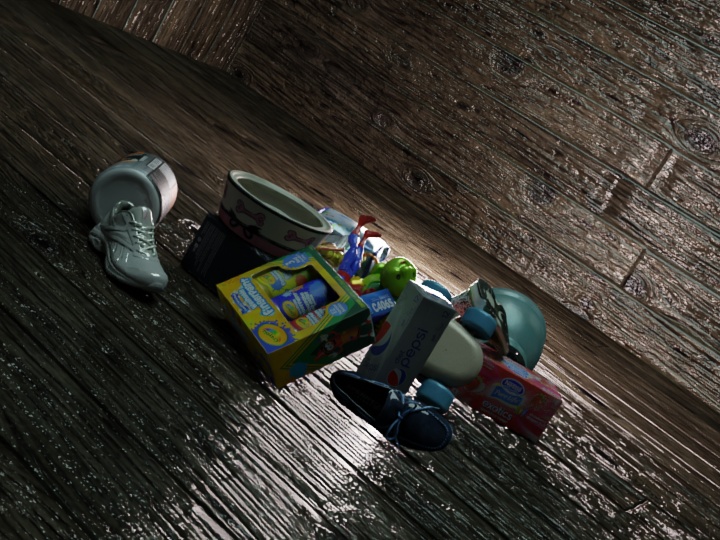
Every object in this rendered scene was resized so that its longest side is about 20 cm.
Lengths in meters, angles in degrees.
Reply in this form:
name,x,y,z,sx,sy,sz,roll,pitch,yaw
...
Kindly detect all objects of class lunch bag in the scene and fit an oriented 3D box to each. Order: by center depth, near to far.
name,x,y,z,sx,sy,sz,roll,pitch,yaw
lunch bag,-0.032,-0.055,2.206,0.169,0.128,0.200,32,22,5

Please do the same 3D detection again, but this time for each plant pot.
name,x,y,z,sx,sy,sz,roll,pitch,yaw
plant pot,0.269,0.153,1.993,0.199,0.201,0.134,29,29,-7

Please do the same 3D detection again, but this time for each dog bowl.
name,x,y,z,sx,sy,sz,roll,pitch,yaw
dog bowl,-0.149,-0.087,1.687,0.199,0.074,0.200,30,13,-7

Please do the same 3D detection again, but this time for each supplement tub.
name,x,y,z,sx,sy,sz,roll,pitch,yaw
supplement tub,-0.376,-0.130,1.689,0.122,0.123,0.200,29,12,-8

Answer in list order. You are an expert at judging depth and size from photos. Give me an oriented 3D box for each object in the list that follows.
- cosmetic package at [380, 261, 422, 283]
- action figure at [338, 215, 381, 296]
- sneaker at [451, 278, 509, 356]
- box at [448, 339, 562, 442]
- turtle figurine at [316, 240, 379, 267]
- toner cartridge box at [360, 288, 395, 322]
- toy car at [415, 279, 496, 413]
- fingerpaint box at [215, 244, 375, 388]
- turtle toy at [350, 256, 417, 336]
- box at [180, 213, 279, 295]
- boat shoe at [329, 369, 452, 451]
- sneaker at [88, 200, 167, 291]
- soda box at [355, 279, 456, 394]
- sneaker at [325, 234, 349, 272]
name,x,y,z,sx,sy,sz,roll,pitch,yaw
cosmetic package,0.087,0.063,2.127,0.112,0.082,0.200,25,15,-18
action figure,0.000,0.000,1.716,0.098,0.201,0.065,12,-35,30
sneaker,0.216,0.091,1.836,0.200,0.088,0.077,57,27,-42
box,0.265,0.222,1.886,0.199,0.100,0.096,30,12,-7
turtle figurine,-0.060,-0.035,1.852,0.161,0.065,0.199,33,11,38
toner cartridge box,-0.027,0.082,1.661,0.200,0.095,0.043,-14,72,-59
toy car,0.122,0.149,1.784,0.176,0.185,0.200,31,-17,5
fingerpaint box,-0.099,0.062,1.496,0.166,0.074,0.200,-23,38,-17
turtle toy,0.042,0.056,1.804,0.145,0.201,0.101,-7,39,-32
box,-0.168,0.001,1.713,0.182,0.105,0.200,38,14,23
boat shoe,0.037,0.209,1.464,0.199,0.085,0.069,20,-10,15
sneaker,-0.337,-0.044,1.494,0.078,0.100,0.200,17,19,-47
soda box,0.063,0.121,1.564,0.068,0.201,0.063,22,15,-29
sneaker,-0.080,0.000,2.020,0.139,0.078,0.201,6,37,3
